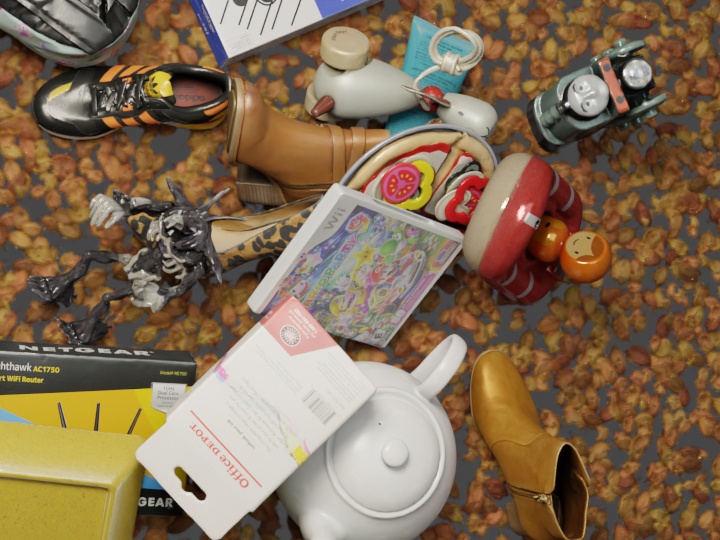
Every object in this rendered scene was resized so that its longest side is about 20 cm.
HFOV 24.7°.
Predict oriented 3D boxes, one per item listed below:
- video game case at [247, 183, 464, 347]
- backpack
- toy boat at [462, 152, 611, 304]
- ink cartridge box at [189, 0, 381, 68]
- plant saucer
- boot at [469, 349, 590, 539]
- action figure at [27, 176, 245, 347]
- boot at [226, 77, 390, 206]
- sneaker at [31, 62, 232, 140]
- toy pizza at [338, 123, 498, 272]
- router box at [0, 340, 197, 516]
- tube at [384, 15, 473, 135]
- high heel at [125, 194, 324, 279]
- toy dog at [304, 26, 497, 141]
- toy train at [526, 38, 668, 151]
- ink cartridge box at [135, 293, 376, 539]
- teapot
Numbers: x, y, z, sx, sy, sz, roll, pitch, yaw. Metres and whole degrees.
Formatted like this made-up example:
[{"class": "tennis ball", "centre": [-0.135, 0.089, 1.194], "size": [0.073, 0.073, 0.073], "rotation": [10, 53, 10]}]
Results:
[{"class": "video game case", "centre": [0.000, 0.000, 1.563], "size": [0.199, 0.018, 0.144], "rotation": [18, 115, -49]}, {"class": "backpack", "centre": [-0.299, -0.287, 1.561], "size": [0.199, 0.127, 0.168], "rotation": [37, 84, -9]}, {"class": "toy boat", "centre": [0.188, -0.029, 1.619], "size": [0.130, 0.200, 0.132], "rotation": [25, 88, 27]}, {"class": "ink cartridge box", "centre": [-0.071, -0.289, 1.674], "size": [0.198, 0.044, 0.095], "rotation": [-26, 90, -20]}, {"class": "plant saucer", "centre": [-0.299, 0.240, 1.468], "size": [0.197, 0.048, 0.202], "rotation": [8, 102, -15]}, {"class": "boot", "centre": [0.173, 0.169, 1.617], "size": [0.070, 0.144, 0.204], "rotation": [-10, 83, -19]}, {"class": "action figure", "centre": [-0.205, -0.010, 1.514], "size": [0.199, 0.102, 0.120], "rotation": [-35, 77, 12]}, {"class": "boot", "centre": [-0.047, -0.124, 1.561], "size": [0.153, 0.200, 0.075], "rotation": [-1, 68, 3]}, {"class": "sneaker", "centre": [-0.216, -0.173, 1.584], "size": [0.198, 0.090, 0.071], "rotation": [-4, 82, -18]}, {"class": "toy pizza", "centre": [0.054, -0.053, 1.609], "size": [0.198, 0.202, 0.032], "rotation": [-19, 44, -19]}, {"class": "router box", "centre": [-0.257, 0.146, 1.512], "size": [0.197, 0.051, 0.151], "rotation": [4, 100, -15]}, {"class": "tube", "centre": [0.061, -0.164, 1.695], "size": [0.077, 0.050, 0.202], "rotation": [24, 70, -11]}, {"class": "high heel", "centre": [-0.120, -0.051, 1.559], "size": [0.198, 0.143, 0.072], "rotation": [20, 48, -3]}, {"class": "toy dog", "centre": [0.028, -0.163, 1.616], "size": [0.198, 0.133, 0.097], "rotation": [4, 41, 20]}, {"class": "toy train", "centre": [0.238, -0.174, 1.677], "size": [0.113, 0.200, 0.086], "rotation": [-24, 90, -5]}, {"class": "ink cartridge box", "centre": [-0.096, 0.132, 1.481], "size": [0.200, 0.067, 0.117], "rotation": [-43, 95, -4]}, {"class": "teapot", "centre": [0.016, 0.173, 1.568], "size": [0.195, 0.146, 0.203], "rotation": [-5, 81, -18]}]
